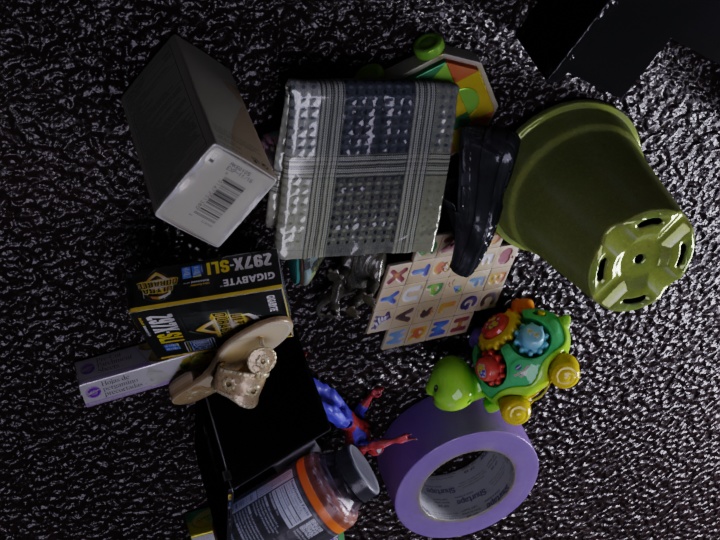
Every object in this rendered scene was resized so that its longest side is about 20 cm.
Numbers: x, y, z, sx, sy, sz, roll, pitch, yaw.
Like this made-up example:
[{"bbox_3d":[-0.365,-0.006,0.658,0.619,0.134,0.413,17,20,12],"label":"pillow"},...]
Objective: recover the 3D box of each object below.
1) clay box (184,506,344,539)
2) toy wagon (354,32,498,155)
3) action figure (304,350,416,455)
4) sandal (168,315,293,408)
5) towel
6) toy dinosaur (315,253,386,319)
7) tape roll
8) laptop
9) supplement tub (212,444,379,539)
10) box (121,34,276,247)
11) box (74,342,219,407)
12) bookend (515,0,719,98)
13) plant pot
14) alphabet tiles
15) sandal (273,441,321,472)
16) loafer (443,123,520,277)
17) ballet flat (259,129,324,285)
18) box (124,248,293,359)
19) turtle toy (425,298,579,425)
[{"bbox_3d":[-0.124,0.348,1.797,0.199,0.048,0.115,-14,130,-10],"label":"clay box"},{"bbox_3d":[0.046,-0.157,1.444,0.199,0.040,0.155,-27,132,2],"label":"toy wagon"},{"bbox_3d":[-0.004,0.167,1.676,0.099,0.065,0.200,-22,134,17],"label":"action figure"},{"bbox_3d":[-0.135,0.124,1.505,0.077,0.070,0.211,0,155,-44],"label":"sandal"},{"bbox_3d":[0.001,-0.105,1.410,0.192,0.035,0.201,-3,118,-22],"label":"towel"},{"bbox_3d":[0.000,0.000,1.527,0.077,0.102,0.200,24,145,8],"label":"toy dinosaur"},{"bbox_3d":[0.128,0.255,1.792,0.199,0.085,0.201,-10,131,-12],"label":"tape roll"},{"bbox_3d":[-0.120,0.197,1.577,0.115,0.188,0.201,-6,130,-15],"label":"laptop"},{"bbox_3d":[-0.077,0.295,1.679,0.199,0.107,0.107,-32,132,8],"label":"supplement tub"},{"bbox_3d":[-0.157,-0.126,1.283,0.078,0.200,0.095,29,115,-36],"label":"box"},{"bbox_3d":[-0.225,0.104,1.560,0.199,0.042,0.039,-15,133,-7],"label":"box"},{"bbox_3d":[0.306,-0.266,1.416,0.199,0.092,0.199,18,122,-33],"label":"bookend"},{"bbox_3d":[0.266,-0.059,1.498,0.199,0.184,0.201,-13,127,-17],"label":"plant pot"},{"bbox_3d":[0.099,0.019,1.596,0.199,0.006,0.167,-10,133,-35],"label":"alphabet tiles"},{"bbox_3d":[-0.097,0.203,1.677,0.079,0.059,0.207,-27,158,-6],"label":"sandal"},{"bbox_3d":[0.121,-0.078,1.484,0.070,0.068,0.201,19,134,8],"label":"loafer"},{"bbox_3d":[-0.062,-0.069,1.463,0.071,0.069,0.201,-24,130,-10],"label":"ballet flat"},{"bbox_3d":[-0.157,0.039,1.450,0.159,0.050,0.200,-8,163,-3],"label":"box"},{"bbox_3d":[0.174,0.112,1.665,0.200,0.146,0.101,-38,111,14],"label":"turtle toy"}]
